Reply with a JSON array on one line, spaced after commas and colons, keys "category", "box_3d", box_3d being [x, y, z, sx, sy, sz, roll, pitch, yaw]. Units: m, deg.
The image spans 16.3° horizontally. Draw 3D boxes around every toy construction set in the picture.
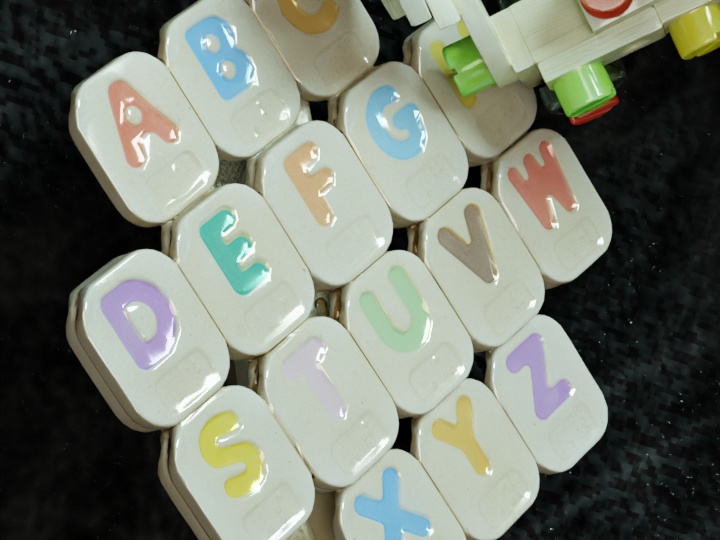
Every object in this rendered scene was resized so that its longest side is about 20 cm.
[{"category": "toy construction set", "box_3d": [0.088, -0.101, 0.772, 0.200, 0.131, 0.092, -11, 85, 9]}]

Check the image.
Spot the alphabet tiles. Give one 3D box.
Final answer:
[{"category": "alphabet tiles", "box_3d": [0.000, 0.000, 0.786, 0.200, 0.015, 0.196, -40, 103, -36]}]

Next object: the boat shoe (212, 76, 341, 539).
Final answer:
[{"category": "boat shoe", "box_3d": [-0.014, 0.034, 0.815, 0.065, 0.072, 0.200, -19, 94, -5]}]
